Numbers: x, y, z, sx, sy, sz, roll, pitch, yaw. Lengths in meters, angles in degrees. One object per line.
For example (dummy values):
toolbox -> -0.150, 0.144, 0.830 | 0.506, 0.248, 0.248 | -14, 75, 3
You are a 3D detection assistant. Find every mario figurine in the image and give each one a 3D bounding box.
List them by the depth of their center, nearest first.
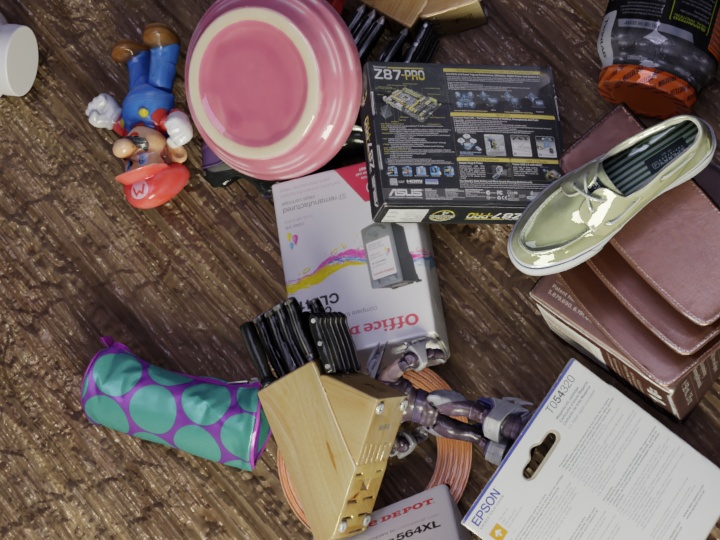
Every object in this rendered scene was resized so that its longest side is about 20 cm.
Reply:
mario figurine -> -0.233, -0.162, 1.807 | 0.106, 0.124, 0.201 | 0, 68, -13

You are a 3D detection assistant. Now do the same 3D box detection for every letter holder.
letter holder -> 0.243, -0.017, 1.488 | 0.142, 0.101, 0.200 | -40, 69, 3

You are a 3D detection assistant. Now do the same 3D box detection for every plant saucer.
plant saucer -> -0.096, -0.188, 1.716 | 0.200, 0.051, 0.201 | 5, 102, 25

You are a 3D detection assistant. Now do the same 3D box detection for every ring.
ring -> 0.014, 0.181, 1.710 | 0.200, 0.019, 0.201 | -3, 76, 13

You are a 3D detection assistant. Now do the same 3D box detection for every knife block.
knife block -> -0.053, 0.131, 1.606 | 0.175, 0.064, 0.201 | 22, 100, 28
knife block -> 0.038, -0.289, 1.803 | 0.175, 0.064, 0.201 | -14, 73, 9

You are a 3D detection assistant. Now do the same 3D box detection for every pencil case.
pencil case -> -0.182, 0.134, 1.734 | 0.199, 0.085, 0.093 | 13, 95, 16

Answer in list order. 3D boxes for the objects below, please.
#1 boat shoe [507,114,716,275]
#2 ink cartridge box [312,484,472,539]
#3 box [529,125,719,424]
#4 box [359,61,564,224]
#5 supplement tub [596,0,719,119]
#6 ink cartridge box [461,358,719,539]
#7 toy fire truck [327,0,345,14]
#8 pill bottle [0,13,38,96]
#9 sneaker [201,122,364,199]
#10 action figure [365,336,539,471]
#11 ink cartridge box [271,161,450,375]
boat shoe -> 0.203, -0.070, 1.427 | 0.200, 0.062, 0.072 | -37, 69, 8
ink cartridge box -> 0.039, 0.305, 1.576 | 0.146, 0.085, 0.200 | -22, 28, 6
box -> 0.288, 0.008, 1.611 | 0.164, 0.166, 0.200 | 36, 87, 20
box -> 0.103, -0.126, 1.701 | 0.199, 0.049, 0.162 | -1, 69, -16
supplement tub -> 0.307, -0.260, 1.700 | 0.122, 0.123, 0.201 | 15, 79, 17
ink cartridge box -> 0.219, 0.217, 1.584 | 0.200, 0.043, 0.197 | 37, 70, 1
toy fire truck -> -0.026, -0.295, 1.780 | 0.141, 0.049, 0.200 | -41, 32, 34
pill bottle -> -0.461, -0.239, 1.885 | 0.199, 0.112, 0.113 | 7, 77, 15
sneaker -> -0.070, -0.116, 1.790 | 0.199, 0.076, 0.088 | 4, 89, 19
action figure -> 0.072, 0.134, 1.642 | 0.199, 0.130, 0.069 | 17, 38, 12
ink cartridge box -> 0.000, 0.000, 1.717 | 0.147, 0.086, 0.201 | -13, 65, 9
